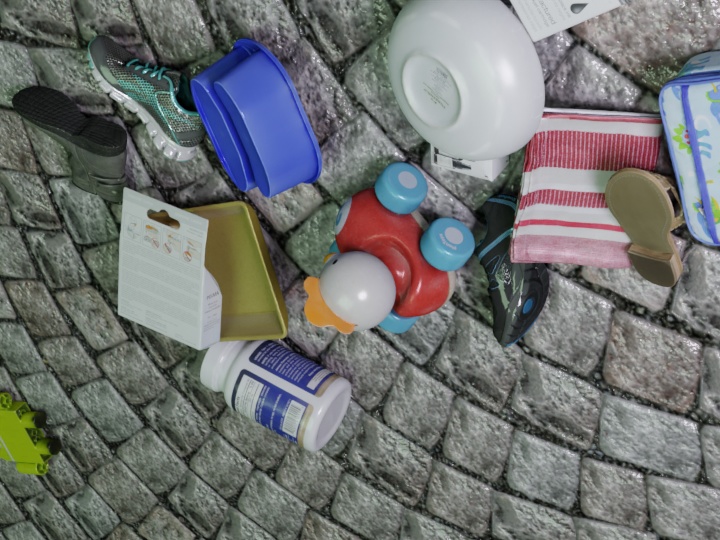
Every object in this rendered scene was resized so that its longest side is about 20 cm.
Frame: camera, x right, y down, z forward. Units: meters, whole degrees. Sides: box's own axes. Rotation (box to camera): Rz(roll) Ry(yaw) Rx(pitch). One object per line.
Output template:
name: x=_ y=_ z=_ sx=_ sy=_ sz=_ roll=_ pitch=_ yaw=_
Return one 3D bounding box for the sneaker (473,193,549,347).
sneaker: x=0.179 y=-0.002 z=1.572 sx=0.082 sy=0.073 sz=0.200 roll=25 pitch=126 yaw=30

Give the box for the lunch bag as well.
lunch bag: x=0.389 y=-0.119 z=1.313 sx=0.161 sy=0.082 sz=0.200 roll=4 pitch=123 yaw=37

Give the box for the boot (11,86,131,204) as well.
boot: x=-0.413 y=-0.171 z=1.874 sx=0.200 sy=0.068 sz=0.131 roll=28 pitch=141 yaw=17

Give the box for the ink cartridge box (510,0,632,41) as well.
ink cartridge box: x=0.227 y=-0.329 z=1.263 sx=0.200 sy=0.084 sz=0.146 roll=-18 pitch=111 yaw=44

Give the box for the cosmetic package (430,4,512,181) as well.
cosmetic package: x=0.122 y=-0.202 z=1.464 sx=0.083 sy=0.051 sz=0.200 roll=16 pitch=131 yaw=25

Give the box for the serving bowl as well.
serving bowl: x=0.097 y=-0.201 z=1.382 sx=0.200 sy=0.066 sz=0.200 roll=31 pitch=138 yaw=33

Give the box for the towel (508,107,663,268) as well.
towel: x=0.246 y=-0.086 z=1.437 sx=0.144 sy=0.023 sz=0.200 roll=3 pitch=128 yaw=-3

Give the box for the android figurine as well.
android figurine: x=-0.643 y=0.299 z=2.425 sx=0.200 sy=0.041 sz=0.182 roll=-2 pitch=121 yaw=35

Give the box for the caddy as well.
caddy: x=-0.119 y=-0.186 z=1.618 sx=0.141 sy=0.105 sz=0.200 roll=18 pitch=136 yaw=55

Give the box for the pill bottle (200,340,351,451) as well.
pill bottle: x=-0.123 y=0.166 z=1.883 sx=0.200 sy=0.116 sz=0.116 roll=27 pitch=134 yaw=17

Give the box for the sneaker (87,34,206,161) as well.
sneaker: x=-0.268 y=-0.242 z=1.718 sx=0.200 sy=0.078 sz=0.091 roll=46 pitch=121 yaw=-8

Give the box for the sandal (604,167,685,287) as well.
sandal: x=0.320 y=-0.069 z=1.418 sx=0.078 sy=0.070 sz=0.212 roll=20 pitch=155 yaw=31

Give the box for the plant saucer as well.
plant saucer: x=-0.190 y=-0.001 z=1.833 sx=0.200 sy=0.048 sz=0.200 roll=-5 pitch=107 yaw=39

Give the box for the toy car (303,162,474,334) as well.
toy car: x=0.000 y=0.000 z=1.583 sx=0.177 sy=0.200 sz=0.184 roll=52 pitch=140 yaw=12

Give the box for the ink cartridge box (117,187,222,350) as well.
ink cartridge box: x=-0.265 y=-0.006 z=1.833 sx=0.160 sy=0.047 sz=0.200 roll=21 pitch=117 yaw=29
